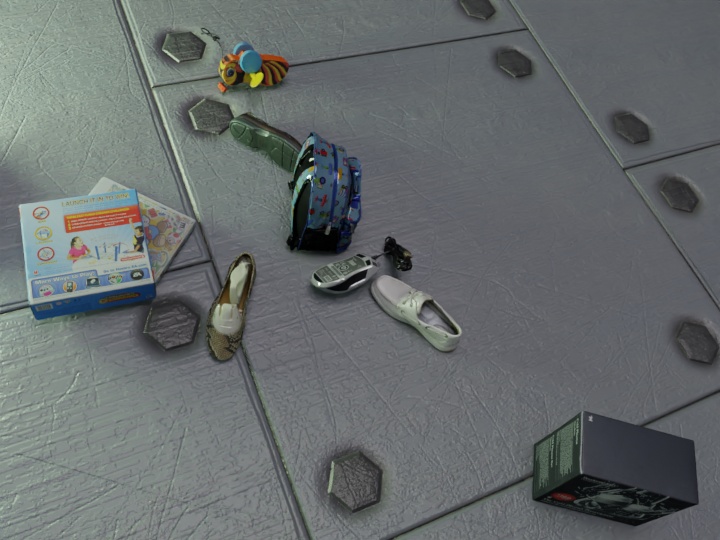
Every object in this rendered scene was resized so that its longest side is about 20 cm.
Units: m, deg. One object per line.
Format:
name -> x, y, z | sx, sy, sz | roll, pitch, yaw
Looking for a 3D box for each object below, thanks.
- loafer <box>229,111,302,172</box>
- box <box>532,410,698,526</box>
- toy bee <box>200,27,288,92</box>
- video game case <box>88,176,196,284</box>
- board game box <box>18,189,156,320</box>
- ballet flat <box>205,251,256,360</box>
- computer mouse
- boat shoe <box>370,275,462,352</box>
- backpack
loafer -> -0.171, -0.268, 1.430 | 0.198, 0.072, 0.063 | 30, 51, 7
box -> 0.411, 0.330, 1.151 | 0.197, 0.183, 0.105 | 15, 57, -4
toy bee -> -0.260, -0.433, 1.500 | 0.197, 0.110, 0.131 | 20, 25, -16
video game case -> -0.430, -0.063, 1.271 | 0.198, 0.023, 0.183 | 25, 58, 1
board game box -> -0.466, -0.032, 1.198 | 0.197, 0.056, 0.198 | -10, 62, -18
ballet flat -> -0.225, 0.053, 1.221 | 0.067, 0.076, 0.202 | 15, 58, -6
computer mouse -> 0.000, 0.000, 1.318 | 0.198, 0.044, 0.110 | -21, 33, -16
boat shoe -> 0.108, 0.066, 1.298 | 0.199, 0.070, 0.071 | 35, 61, 10
backpack -> -0.063, -0.152, 1.308 | 0.132, 0.201, 0.185 | 5, 58, -10
